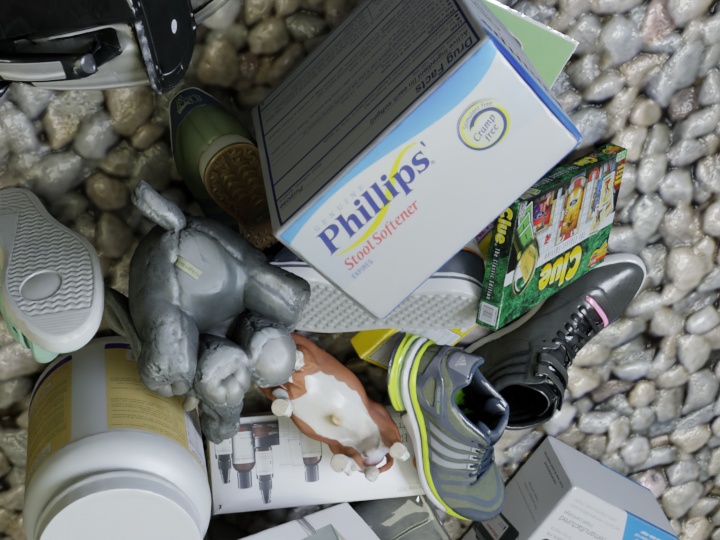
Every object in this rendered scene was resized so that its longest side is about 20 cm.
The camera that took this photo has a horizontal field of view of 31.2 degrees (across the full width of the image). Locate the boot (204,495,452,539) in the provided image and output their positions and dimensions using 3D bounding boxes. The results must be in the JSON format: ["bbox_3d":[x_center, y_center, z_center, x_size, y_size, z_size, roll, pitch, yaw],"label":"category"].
[{"bbox_3d":[-0.032,0.246,1.186,0.198,0.073,0.182,-27,134,10],"label":"boot"}]

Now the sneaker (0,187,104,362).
[{"bbox_3d":[-0.226,0.030,0.956,0.073,0.200,0.119,-22,126,-18],"label":"sneaker"}]

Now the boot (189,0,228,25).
[{"bbox_3d":[-0.132,-0.284,0.885,0.173,0.069,0.201,33,103,-20],"label":"boot"}]

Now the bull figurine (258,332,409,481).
[{"bbox_3d":[-0.042,0.099,1.055,0.199,0.121,0.065,37,94,-11],"label":"bull figurine"}]

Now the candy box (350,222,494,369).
[{"bbox_3d":[0.089,0.013,1.087,0.200,0.027,0.102,-42,147,11],"label":"candy box"}]

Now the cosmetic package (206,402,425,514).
[{"bbox_3d":[-0.035,0.163,1.132,0.197,0.051,0.084,-4,89,-11],"label":"cosmetic package"}]

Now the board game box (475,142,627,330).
[{"bbox_3d":[0.155,-0.031,1.026,0.199,0.023,0.106,-27,133,-51],"label":"board game box"}]

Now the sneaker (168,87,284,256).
[{"bbox_3d":[-0.098,-0.067,1.002,0.067,0.090,0.201,-33,151,-8],"label":"sneaker"}]

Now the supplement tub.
[{"bbox_3d":[-0.194,0.161,1.027,0.144,0.201,0.147,-5,120,-9],"label":"supplement tub"}]

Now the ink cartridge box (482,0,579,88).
[{"bbox_3d":[0.058,-0.126,1.014,0.144,0.048,0.201,20,113,-21],"label":"ink cartridge box"}]

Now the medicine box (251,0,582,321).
[{"bbox_3d":[0.028,-0.100,0.878,0.182,0.201,0.103,-42,119,15],"label":"medicine box"}]

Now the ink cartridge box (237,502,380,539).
[{"bbox_3d":[-0.073,0.282,1.051,0.146,0.084,0.199,-51,159,18],"label":"ink cartridge box"}]

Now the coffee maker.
[{"bbox_3d":[-0.226,-0.202,0.847,0.197,0.135,0.195,-6,97,12],"label":"coffee maker"}]

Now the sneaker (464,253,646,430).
[{"bbox_3d":[0.176,0.069,1.119,0.199,0.099,0.071,-35,119,7],"label":"sneaker"}]

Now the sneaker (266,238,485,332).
[{"bbox_3d":[0.000,0.000,1.019,0.197,0.080,0.079,2,146,2],"label":"sneaker"}]

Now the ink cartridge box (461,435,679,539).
[{"bbox_3d":[0.184,0.282,1.246,0.144,0.084,0.201,28,109,-24],"label":"ink cartridge box"}]

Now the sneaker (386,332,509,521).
[{"bbox_3d":[0.087,0.140,1.073,0.074,0.080,0.201,-53,133,-33],"label":"sneaker"}]

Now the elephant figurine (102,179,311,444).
[{"bbox_3d":[-0.127,0.041,0.949,0.140,0.200,0.157,13,79,-17],"label":"elephant figurine"}]
